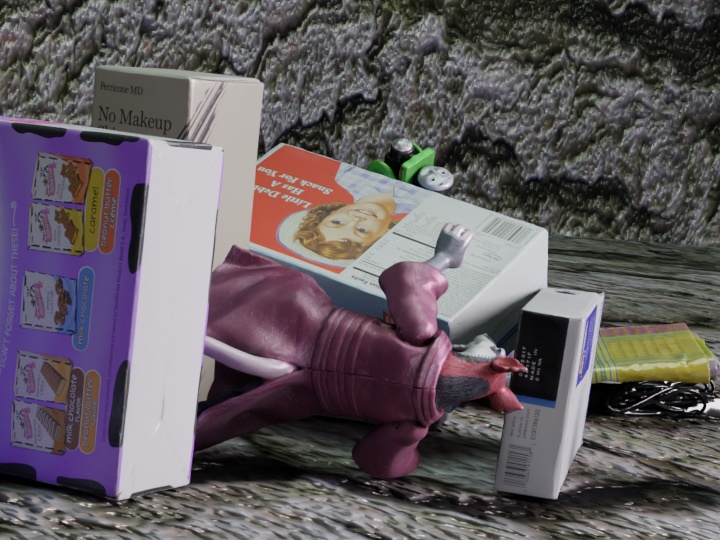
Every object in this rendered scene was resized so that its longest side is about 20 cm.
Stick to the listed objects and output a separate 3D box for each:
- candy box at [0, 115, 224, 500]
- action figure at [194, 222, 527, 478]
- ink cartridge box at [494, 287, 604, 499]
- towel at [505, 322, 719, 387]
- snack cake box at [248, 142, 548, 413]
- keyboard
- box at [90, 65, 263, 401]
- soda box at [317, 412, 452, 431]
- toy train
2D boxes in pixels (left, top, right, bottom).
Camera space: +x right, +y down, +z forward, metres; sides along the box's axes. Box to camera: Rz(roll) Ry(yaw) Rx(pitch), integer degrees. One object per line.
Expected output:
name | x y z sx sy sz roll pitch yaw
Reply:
candy box | -0.175 0.010 1.024 0.198 0.169 0.071 9 5 27
action figure | -0.010 0.041 1.082 0.198 0.135 0.149 5 5 23
ink cartridge box | 0.109 0.064 1.176 0.039 0.100 0.200 8 4 10
towel | 0.148 0.064 1.442 0.198 0.023 0.144 -5 9 2
snack cake box | 0.000 0.000 1.247 0.199 0.068 0.115 20 41 29
keyboard | 0.211 0.081 1.489 0.198 0.040 0.104 4 5 -21
box | -0.112 -0.014 1.195 0.082 0.202 0.068 9 8 37
soda box | -0.039 0.052 1.308 0.198 0.069 0.063 8 5 12
toy train | 0.030 0.003 1.342 0.056 0.201 0.042 33 48 28
